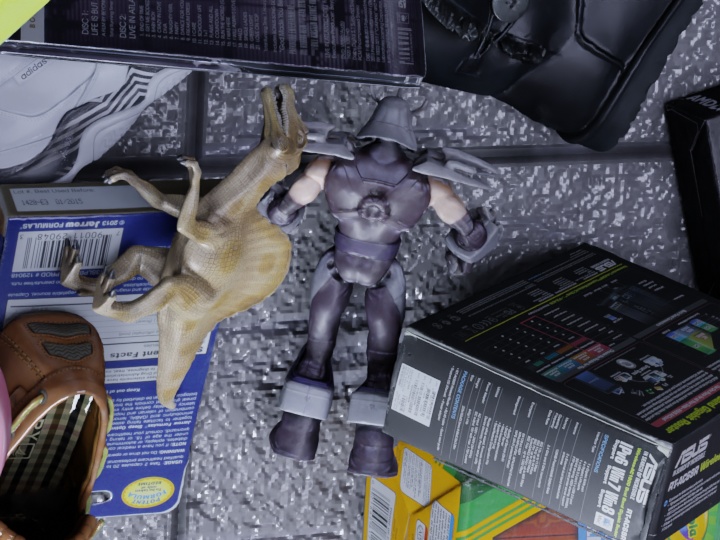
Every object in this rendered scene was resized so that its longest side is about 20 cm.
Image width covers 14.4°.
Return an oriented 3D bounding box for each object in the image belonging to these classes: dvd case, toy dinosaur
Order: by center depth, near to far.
[{"bbox_3d":[-0.083,0.005,1.327,0.101,0.058,0.200,5,127,-29],"label":"toy dinosaur"},{"bbox_3d":[-0.071,-0.159,1.336,0.200,0.016,0.149,4,63,-15],"label":"dvd case"}]

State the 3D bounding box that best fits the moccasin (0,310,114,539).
[{"bbox_3d":[-0.159,0.115,1.375,0.074,0.078,0.201,6,128,-29],"label":"moccasin"}]

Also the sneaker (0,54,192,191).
[{"bbox_3d":[-0.144,-0.121,1.348,0.200,0.075,0.115,-46,120,-1],"label":"sneaker"}]

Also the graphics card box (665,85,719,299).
[{"bbox_3d":[0.272,-0.060,1.558,0.200,0.051,0.126,-18,111,-17],"label":"graphics card box"}]

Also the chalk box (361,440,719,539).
[{"bbox_3d":[0.114,0.143,1.507,0.200,0.124,0.125,-2,106,-22],"label":"chalk box"}]

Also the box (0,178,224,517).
[{"bbox_3d":[-0.133,0.042,1.398,0.121,0.032,0.200,-2,129,-22],"label":"box"}]

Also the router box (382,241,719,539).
[{"bbox_3d":[0.126,0.059,1.425,0.200,0.150,0.062,-23,131,-55],"label":"router box"}]

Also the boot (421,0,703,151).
[{"bbox_3d":[0.094,-0.170,1.435,0.168,0.076,0.200,21,102,-30],"label":"boot"}]

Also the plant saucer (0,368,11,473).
[{"bbox_3d":[-0.254,0.044,1.316,0.200,0.051,0.201,8,131,9],"label":"plant saucer"}]

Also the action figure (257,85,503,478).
[{"bbox_3d":[0.000,0.000,1.435,0.130,0.069,0.200,13,103,10],"label":"action figure"}]

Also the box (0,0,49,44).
[{"bbox_3d":[-0.171,-0.165,1.246,0.048,0.122,0.200,21,59,-27],"label":"box"}]
